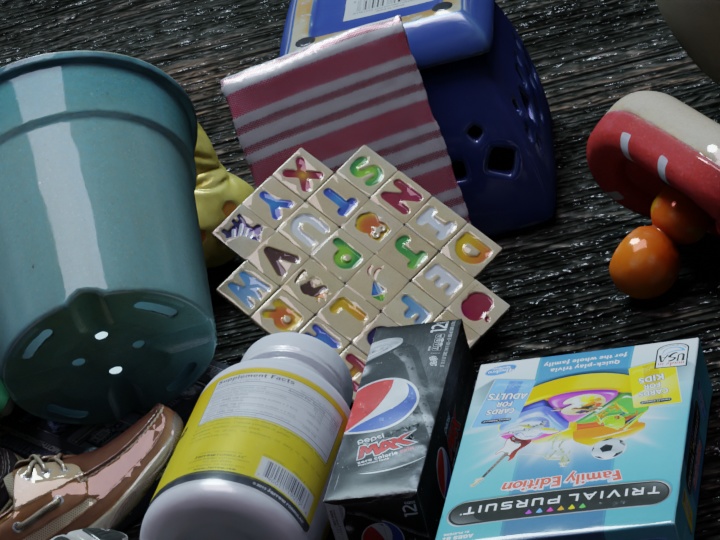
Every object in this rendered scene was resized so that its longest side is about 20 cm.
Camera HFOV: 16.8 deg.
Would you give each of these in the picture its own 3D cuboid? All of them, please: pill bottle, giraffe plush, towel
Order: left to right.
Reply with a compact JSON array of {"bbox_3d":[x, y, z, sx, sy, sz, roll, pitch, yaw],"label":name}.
[{"bbox_3d":[-0.161,-0.016,1.883,0.200,0.173,0.162,29,55,9],"label":"giraffe plush"},{"bbox_3d":[-0.064,0.128,1.574,0.112,0.112,0.200,-7,29,19],"label":"pill bottle"},{"bbox_3d":[-0.007,-0.075,1.816,0.146,0.201,0.030,-20,13,-3],"label":"towel"}]

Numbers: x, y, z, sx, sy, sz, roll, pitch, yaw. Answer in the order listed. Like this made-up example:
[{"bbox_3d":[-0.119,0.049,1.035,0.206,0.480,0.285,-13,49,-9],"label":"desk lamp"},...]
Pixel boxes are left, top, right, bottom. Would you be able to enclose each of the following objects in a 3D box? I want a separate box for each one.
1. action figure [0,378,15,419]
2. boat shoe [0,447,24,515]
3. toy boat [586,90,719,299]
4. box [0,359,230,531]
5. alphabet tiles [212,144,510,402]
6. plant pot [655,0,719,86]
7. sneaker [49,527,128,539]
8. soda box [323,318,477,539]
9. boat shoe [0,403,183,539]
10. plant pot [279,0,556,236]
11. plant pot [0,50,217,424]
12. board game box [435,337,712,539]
[{"bbox_3d":[-0.274,0.083,1.715,0.118,0.055,0.200,-23,19,0],"label":"action figure"},{"bbox_3d":[-0.323,0.170,1.666,0.200,0.065,0.073,-27,46,9],"label":"boat shoe"},{"bbox_3d":[0.224,-0.037,1.725,0.131,0.130,0.200,-50,32,1],"label":"toy boat"},{"bbox_3d":[-0.195,0.109,1.747,0.200,0.051,0.158,15,42,44],"label":"box"},{"bbox_3d":[0.000,0.000,1.743,0.200,0.006,0.166,38,64,16],"label":"alphabet tiles"},{"bbox_3d":[0.335,-0.204,1.914,0.200,0.135,0.200,-14,28,8],"label":"plant pot"},{"bbox_3d":[-0.123,0.235,1.466,0.080,0.084,0.200,-16,40,-33],"label":"sneaker"},{"bbox_3d":[0.030,0.114,1.587,0.063,0.071,0.200,-7,29,16],"label":"soda box"},{"bbox_3d":[-0.200,0.153,1.582,0.200,0.072,0.076,-44,5,-9],"label":"boat shoe"},{"bbox_3d":[0.038,-0.138,1.921,0.199,0.180,0.200,-12,27,11],"label":"plant pot"},{"bbox_3d":[-0.190,-0.014,1.686,0.200,0.200,0.196,-18,53,0],"label":"plant pot"},{"bbox_3d":[0.138,0.123,1.535,0.150,0.047,0.200,-9,29,17],"label":"board game box"}]
